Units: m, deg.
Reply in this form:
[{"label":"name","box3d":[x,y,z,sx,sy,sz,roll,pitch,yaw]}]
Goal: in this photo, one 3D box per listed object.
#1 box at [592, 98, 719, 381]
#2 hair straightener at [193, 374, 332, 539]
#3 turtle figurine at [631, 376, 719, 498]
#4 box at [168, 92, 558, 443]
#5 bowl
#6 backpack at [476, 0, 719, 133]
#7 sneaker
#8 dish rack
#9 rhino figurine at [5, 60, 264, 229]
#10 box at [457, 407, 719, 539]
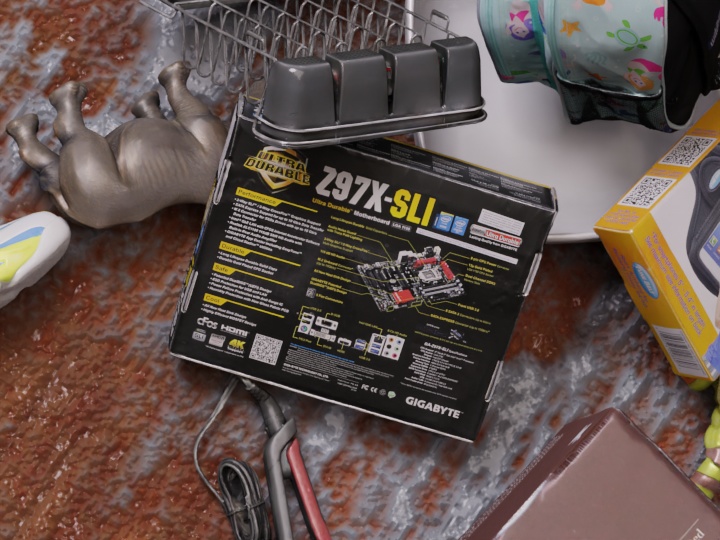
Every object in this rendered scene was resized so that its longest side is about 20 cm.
[{"label":"box","box3d":[0.240,-0.042,1.668,0.200,0.041,0.119,-43,118,-21]},{"label":"hair straightener","box3d":[-0.054,0.161,1.636,0.076,0.041,0.201,-16,85,-14]},{"label":"turtle figurine","box3d":[0.264,0.076,1.704,0.161,0.064,0.201,27,75,-5]},{"label":"box","box3d":[0.000,0.000,1.632,0.199,0.049,0.161,16,110,-5]},{"label":"bowl","box3d":[0.121,-0.111,1.709,0.199,0.075,0.201,-3,79,-13]},{"label":"backpack","box3d":[0.147,-0.186,1.589,0.149,0.200,0.179,9,78,7]},{"label":"sneaker","box3d":[-0.274,-0.005,1.610,0.199,0.076,0.105,-31,85,-14]},{"label":"dish rack","box3d":[-0.034,-0.135,1.623,0.153,0.200,0.055,-9,116,-33]},{"label":"rhino figurine","box3d":[-0.109,-0.077,1.660,0.199,0.060,0.088,-14,68,-28]},{"label":"box","box3d":[0.151,0.210,1.596,0.200,0.164,0.166,45,82,1]}]
